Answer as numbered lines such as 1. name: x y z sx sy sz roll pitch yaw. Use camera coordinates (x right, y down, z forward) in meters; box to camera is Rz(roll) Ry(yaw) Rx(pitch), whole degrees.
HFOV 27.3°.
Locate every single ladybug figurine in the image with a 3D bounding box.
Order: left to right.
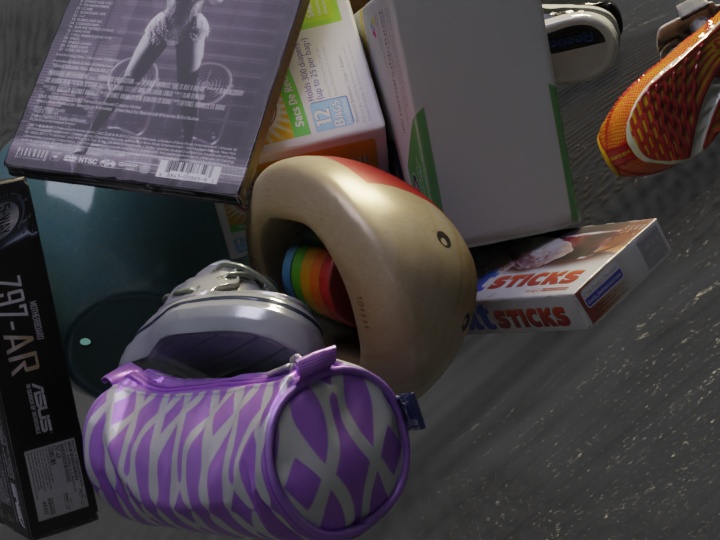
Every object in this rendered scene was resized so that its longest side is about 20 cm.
1. ladybug figurine: 0.000 0.000 0.780 0.071 0.137 0.200 -22 18 -21

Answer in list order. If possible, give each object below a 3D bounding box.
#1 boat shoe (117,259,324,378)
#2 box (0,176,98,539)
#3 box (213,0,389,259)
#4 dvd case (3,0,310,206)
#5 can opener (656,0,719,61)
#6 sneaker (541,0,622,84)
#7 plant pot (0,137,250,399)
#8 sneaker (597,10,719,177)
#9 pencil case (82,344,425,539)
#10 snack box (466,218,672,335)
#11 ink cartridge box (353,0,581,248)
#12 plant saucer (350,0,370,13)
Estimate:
1. boat shoe: -0.075 0.025 0.788 0.199 0.073 0.067 -14 49 57
2. box: -0.222 0.049 0.894 0.043 0.203 0.160 -14 6 -27
3. box: -0.055 -0.125 0.920 0.111 0.202 0.102 -14 -30 -4
4. dvd case: -0.108 -0.135 0.863 0.147 0.016 0.202 8 65 17
5. can opener: 0.292 -0.176 0.983 0.198 0.053 0.067 -25 48 16
6. sneaker: 0.117 -0.184 1.215 0.197 0.074 0.112 0 21 16
7. plant pot: -0.152 0.007 0.970 0.198 0.201 0.135 -27 38 8
8. sneaker: 0.221 -0.127 0.891 0.199 0.074 0.077 -32 5 -16
9. pencil case: -0.062 0.084 0.711 0.084 0.086 0.199 -32 13 -36
10. snack box: 0.076 0.007 0.814 0.072 0.024 0.199 -39 18 -29
11. ink cartridge box: 0.055 -0.095 0.879 0.086 0.147 0.200 -12 7 -4
12. plant saucer: 0.032 -0.140 1.126 0.199 0.201 0.036 -33 -20 -11
